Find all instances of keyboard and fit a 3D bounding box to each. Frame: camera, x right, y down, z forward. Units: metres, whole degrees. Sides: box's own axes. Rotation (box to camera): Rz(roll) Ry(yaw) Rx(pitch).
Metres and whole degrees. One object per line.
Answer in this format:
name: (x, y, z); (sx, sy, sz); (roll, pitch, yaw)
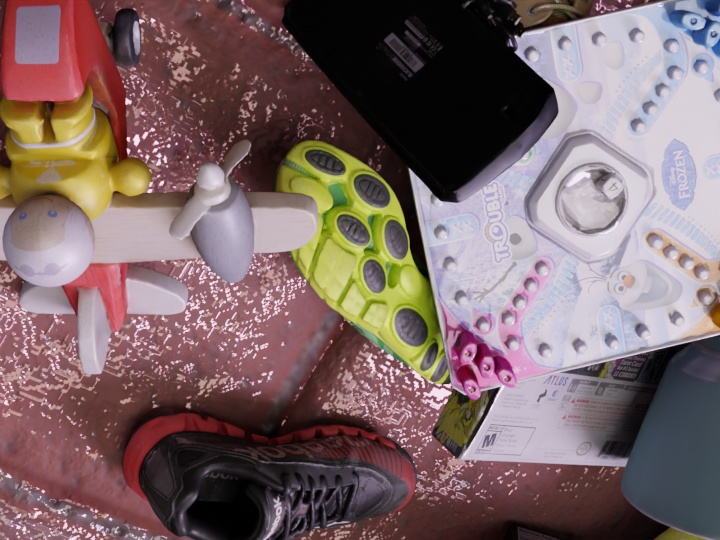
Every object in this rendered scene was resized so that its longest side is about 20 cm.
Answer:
keyboard: (0.041, -0.114, 0.674); (0.104, 0.200, 0.040); (-40, 139, 4)

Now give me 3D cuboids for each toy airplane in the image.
toy airplane: (-0.153, -0.027, 0.669); (0.199, 0.141, 0.200); (41, 112, -19)

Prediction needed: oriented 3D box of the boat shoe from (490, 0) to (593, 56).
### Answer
boat shoe: (0.104, -0.144, 0.748); (0.075, 0.074, 0.201); (16, 107, -25)

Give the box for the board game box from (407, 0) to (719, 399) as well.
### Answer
board game box: (0.132, -0.040, 0.724); (0.198, 0.026, 0.202); (-13, 107, -2)

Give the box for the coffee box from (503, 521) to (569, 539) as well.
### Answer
coffee box: (0.122, 0.274, 0.863); (0.079, 0.200, 0.114); (17, 107, -1)

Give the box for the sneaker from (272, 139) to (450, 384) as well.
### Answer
sneaker: (0.000, 0.000, 0.764); (0.074, 0.083, 0.200); (-51, 132, -13)

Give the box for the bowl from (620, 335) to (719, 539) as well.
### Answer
bowl: (0.272, 0.100, 0.833); (0.199, 0.201, 0.106); (-3, 99, -18)

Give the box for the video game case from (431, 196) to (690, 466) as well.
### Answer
video game case: (0.156, 0.044, 0.838); (0.199, 0.036, 0.182); (9, 111, -44)

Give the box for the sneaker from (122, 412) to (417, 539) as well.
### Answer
sneaker: (-0.048, 0.141, 0.809); (0.199, 0.098, 0.071); (8, 108, -24)

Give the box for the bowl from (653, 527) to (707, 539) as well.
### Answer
bowl: (0.230, 0.257, 0.934); (0.107, 0.200, 0.202); (21, 108, 9)
